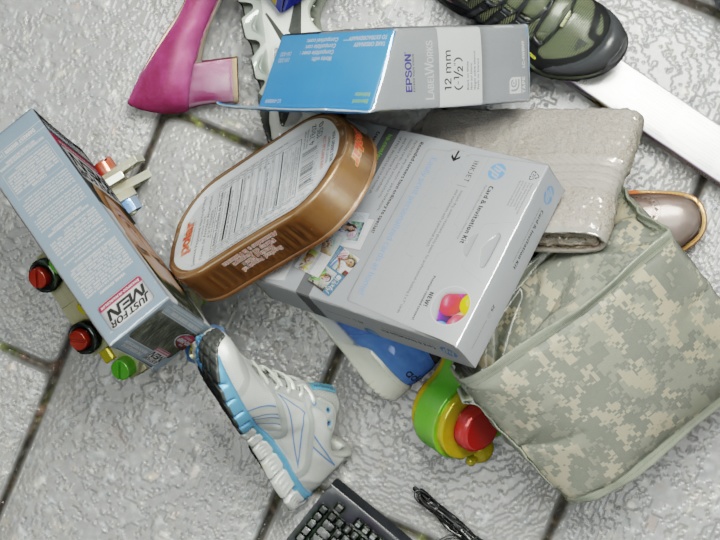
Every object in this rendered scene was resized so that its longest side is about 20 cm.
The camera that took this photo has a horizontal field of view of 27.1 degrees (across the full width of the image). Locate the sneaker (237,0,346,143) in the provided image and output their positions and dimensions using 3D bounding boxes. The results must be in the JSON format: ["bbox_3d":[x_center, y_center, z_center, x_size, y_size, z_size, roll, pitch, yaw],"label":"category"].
[{"bbox_3d":[-0.038,-0.146,1.237,0.088,0.074,0.200,-13,88,9],"label":"sneaker"}]

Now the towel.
[{"bbox_3d":[0.115,-0.075,1.172,0.200,0.034,0.133,2,54,32],"label":"towel"}]

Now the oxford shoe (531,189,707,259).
[{"bbox_3d":[0.182,-0.022,1.205,0.200,0.073,0.071,-14,87,7],"label":"oxford shoe"}]

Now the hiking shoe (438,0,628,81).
[{"bbox_3d":[0.117,-0.216,1.182,0.200,0.101,0.076,32,92,26],"label":"hiking shoe"}]

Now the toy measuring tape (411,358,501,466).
[{"bbox_3d":[0.065,0.088,1.182,0.074,0.074,0.200,-17,128,7],"label":"toy measuring tape"}]

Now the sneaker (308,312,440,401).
[{"bbox_3d":[0.000,0.000,1.227,0.111,0.077,0.200,-42,88,11],"label":"sneaker"}]

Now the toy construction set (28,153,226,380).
[{"bbox_3d":[-0.198,0.005,1.248,0.131,0.092,0.200,-32,76,31],"label":"toy construction set"}]

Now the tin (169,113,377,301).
[{"bbox_3d":[-0.072,-0.050,1.158,0.200,0.112,0.042,-30,124,32],"label":"tin"}]

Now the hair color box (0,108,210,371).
[{"bbox_3d":[-0.207,-0.023,1.164,0.061,0.099,0.200,-38,70,2],"label":"hair color box"}]

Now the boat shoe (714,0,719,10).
[{"bbox_3d":[0.337,-0.193,1.192,0.066,0.072,0.200,-30,77,11],"label":"boat shoe"}]

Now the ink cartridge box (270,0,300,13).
[{"bbox_3d":[-0.047,-0.305,1.204,0.200,0.076,0.136,-35,83,-20],"label":"ink cartridge box"}]

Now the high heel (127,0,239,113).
[{"bbox_3d":[-0.155,-0.234,1.260,0.096,0.067,0.200,-3,102,-3],"label":"high heel"}]

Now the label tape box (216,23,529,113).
[{"bbox_3d":[0.010,-0.155,1.144,0.143,0.200,0.066,9,102,51],"label":"label tape box"}]

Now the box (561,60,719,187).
[{"bbox_3d":[0.248,-0.122,1.215,0.200,0.039,0.041,34,95,7],"label":"box"}]

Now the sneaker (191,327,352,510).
[{"bbox_3d":[-0.066,0.105,1.206,0.087,0.200,0.075,-33,43,-5],"label":"sneaker"}]

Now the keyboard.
[{"bbox_3d":[0.047,0.248,1.247,0.200,0.021,0.127,39,94,6],"label":"keyboard"}]

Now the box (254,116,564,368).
[{"bbox_3d":[0.033,-0.027,1.131,0.200,0.041,0.156,16,71,37],"label":"box"}]

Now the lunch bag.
[{"bbox_3d":[0.183,0.067,1.157,0.200,0.118,0.164,-40,117,4],"label":"lunch bag"}]
